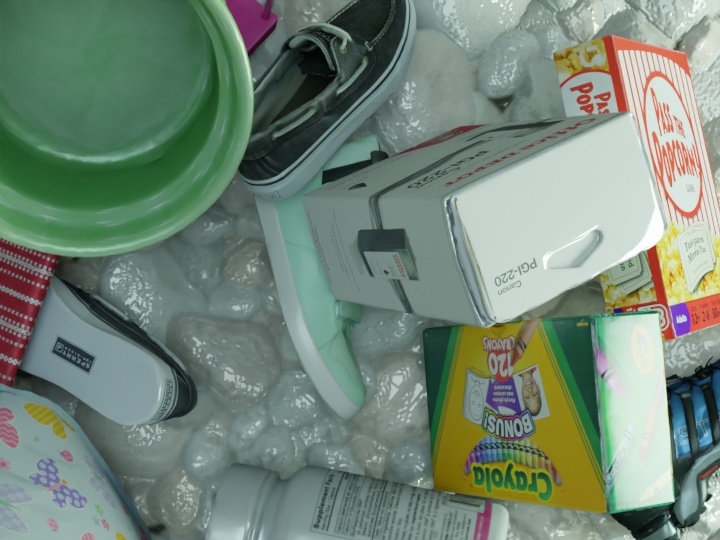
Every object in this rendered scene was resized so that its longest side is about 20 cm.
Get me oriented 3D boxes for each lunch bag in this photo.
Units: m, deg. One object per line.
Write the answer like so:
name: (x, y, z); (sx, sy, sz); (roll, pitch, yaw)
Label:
lunch bag: (-0.213, 0.193, 0.811); (0.126, 0.170, 0.201); (-22, 124, -2)

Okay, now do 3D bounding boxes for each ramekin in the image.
ramekin: (-0.163, -0.119, 0.739); (0.198, 0.098, 0.201); (-3, 119, -5)

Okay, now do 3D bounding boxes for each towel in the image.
towel: (-0.290, 0.029, 0.900); (0.144, 0.022, 0.201); (20, 89, 27)

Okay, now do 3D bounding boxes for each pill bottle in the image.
pill bottle: (-0.004, 0.201, 0.871); (0.198, 0.113, 0.114); (11, 87, 7)

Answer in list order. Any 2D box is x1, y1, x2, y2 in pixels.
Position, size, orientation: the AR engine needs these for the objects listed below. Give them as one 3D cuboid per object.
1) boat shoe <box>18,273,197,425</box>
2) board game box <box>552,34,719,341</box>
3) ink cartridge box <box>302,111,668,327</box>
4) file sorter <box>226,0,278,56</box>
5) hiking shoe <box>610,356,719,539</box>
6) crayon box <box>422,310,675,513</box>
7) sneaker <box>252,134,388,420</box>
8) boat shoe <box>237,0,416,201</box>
boat shoe: (-0.202, 0.049, 0.908); (0.199, 0.068, 0.072); (27, 95, 23)
board game box: (0.203, -0.055, 0.871); (0.046, 0.151, 0.202); (-14, 87, 33)
ink cartridge box: (0.072, -0.035, 0.795); (0.145, 0.200, 0.085); (-25, 106, -23)
file sorter: (-0.164, -0.221, 0.867); (0.199, 0.126, 0.139); (36, 61, 3)
hiking shoe: (0.239, 0.102, 0.898); (0.086, 0.074, 0.201); (36, 88, 1)
crayon box: (0.119, 0.092, 0.838); (0.058, 0.200, 0.120); (-3, 86, -29)
sneaker: (0.000, 0.000, 0.902); (0.117, 0.074, 0.202); (-17, 85, 6)
boat shoe: (-0.023, -0.140, 0.885); (0.072, 0.071, 0.201); (19, 63, 27)
